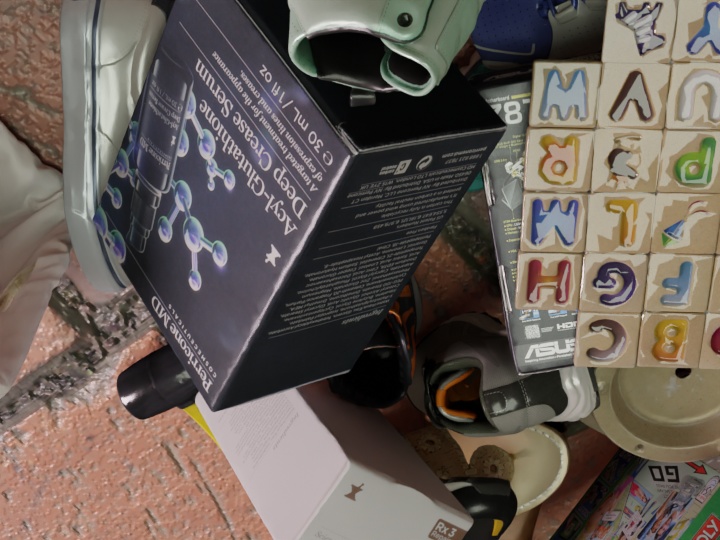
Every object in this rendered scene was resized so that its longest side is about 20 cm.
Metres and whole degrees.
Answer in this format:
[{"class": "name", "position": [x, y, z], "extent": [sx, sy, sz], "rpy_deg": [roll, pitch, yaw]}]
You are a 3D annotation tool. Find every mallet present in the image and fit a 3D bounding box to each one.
[{"class": "mallet", "position": [-0.102, 0.131, 0.908], "extent": [0.066, 0.041, 0.200], "rpy_deg": [-21, 124, 13]}]

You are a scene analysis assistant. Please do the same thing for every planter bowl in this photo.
[{"class": "planter bowl", "position": [0.194, 0.034, 0.788], "extent": [0.199, 0.135, 0.201], "rpy_deg": [0, 123, -1]}]

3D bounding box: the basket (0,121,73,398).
[{"class": "basket", "position": [-0.297, -0.011, 0.725], "extent": [0.161, 0.198, 0.200], "rpy_deg": [-35, 117, 24]}]

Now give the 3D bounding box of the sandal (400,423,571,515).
[{"class": "sandal", "position": [0.035, 0.146, 0.861], "extent": [0.211, 0.070, 0.078], "rpy_deg": [-3, 98, 19]}]

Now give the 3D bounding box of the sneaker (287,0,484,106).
[{"class": "sneaker", "position": [0.063, -0.125, 0.541], "extent": [0.200, 0.119, 0.074], "rpy_deg": [-3, 153, 12]}]

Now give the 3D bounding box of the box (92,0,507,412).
[{"class": "box", "position": [-0.042, -0.050, 0.671], "extent": [0.107, 0.149, 0.200], "rpy_deg": [-14, 147, -40]}]

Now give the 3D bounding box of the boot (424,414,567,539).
[{"class": "boot", "position": [0.045, 0.185, 0.925], "extent": [0.188, 0.069, 0.201], "rpy_deg": [9, 116, 9]}]

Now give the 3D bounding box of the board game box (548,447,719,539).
[{"class": "board game box", "position": [0.177, 0.176, 0.817], "extent": [0.029, 0.200, 0.135], "rpy_deg": [39, 90, -3]}]

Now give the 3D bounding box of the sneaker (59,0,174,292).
[{"class": "sneaker", "position": [-0.139, -0.073, 0.755], "extent": [0.071, 0.073, 0.201], "rpy_deg": [4, 122, 2]}]

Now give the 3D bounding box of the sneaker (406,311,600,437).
[{"class": "sneaker", "position": [0.067, 0.069, 0.791], "extent": [0.079, 0.200, 0.074], "rpy_deg": [-17, 90, -22]}]

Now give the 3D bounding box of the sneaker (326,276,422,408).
[{"class": "sneaker", "position": [0.000, 0.000, 0.778], "extent": [0.077, 0.112, 0.200], "rpy_deg": [-17, 121, 10]}]

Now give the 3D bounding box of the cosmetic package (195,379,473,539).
[{"class": "cosmetic package", "position": [-0.024, 0.117, 0.780], "extent": [0.102, 0.200, 0.074], "rpy_deg": [31, 98, -28]}]

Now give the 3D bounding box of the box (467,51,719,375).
[{"class": "box", "position": [0.166, -0.039, 0.661], "extent": [0.199, 0.049, 0.162], "rpy_deg": [-10, 108, 7]}]

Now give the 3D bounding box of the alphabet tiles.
[{"class": "alphabet tiles", "position": [0.164, -0.039, 0.623], "extent": [0.166, 0.006, 0.201], "rpy_deg": [1, 116, 1]}]

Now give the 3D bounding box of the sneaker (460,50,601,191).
[{"class": "sneaker", "position": [0.123, -0.112, 0.728], "extent": [0.200, 0.080, 0.078], "rpy_deg": [-36, 116, 21]}]

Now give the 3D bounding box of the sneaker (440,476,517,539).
[{"class": "sneaker", "position": [0.050, 0.213, 0.831], "extent": [0.070, 0.090, 0.200], "rpy_deg": [8, 140, -28]}]

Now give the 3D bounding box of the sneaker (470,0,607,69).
[{"class": "sneaker", "position": [0.144, -0.165, 0.628], "extent": [0.199, 0.115, 0.081], "rpy_deg": [-9, 81, 20]}]
